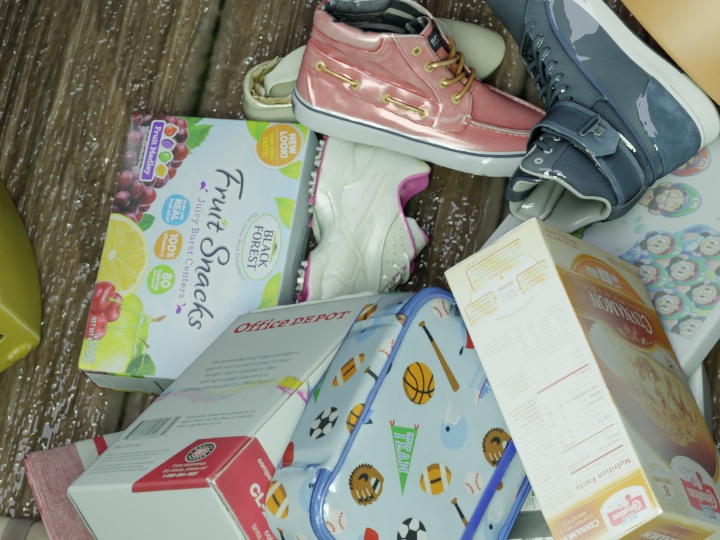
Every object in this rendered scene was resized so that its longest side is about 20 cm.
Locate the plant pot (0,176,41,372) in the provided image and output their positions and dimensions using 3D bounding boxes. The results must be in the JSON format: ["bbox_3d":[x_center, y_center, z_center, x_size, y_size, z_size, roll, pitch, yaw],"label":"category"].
[{"bbox_3d":[-0.334,-0.006,1.745,0.195,0.194,0.201,-35,71,-2],"label":"plant pot"}]

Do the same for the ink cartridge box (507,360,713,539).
[{"bbox_3d":[0.134,0.136,1.625,0.198,0.084,0.146,-5,67,12],"label":"ink cartridge box"}]

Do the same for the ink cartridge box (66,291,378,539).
[{"bbox_3d":[-0.068,0.109,1.579,0.145,0.083,0.200,-9,27,45],"label":"ink cartridge box"}]

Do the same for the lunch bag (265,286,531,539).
[{"bbox_3d":[0.040,0.117,1.520,0.075,0.160,0.201,-8,46,54],"label":"lunch bag"}]

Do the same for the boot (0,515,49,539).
[{"bbox_3d":[-0.200,0.200,1.697,0.145,0.070,0.201,16,62,31],"label":"boot"}]

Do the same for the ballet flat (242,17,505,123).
[{"bbox_3d":[0.006,-0.149,1.776,0.198,0.070,0.070,-17,66,7],"label":"ballet flat"}]

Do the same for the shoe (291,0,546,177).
[{"bbox_3d":[0.054,-0.131,1.715,0.198,0.092,0.072,12,36,-3],"label":"shoe"}]

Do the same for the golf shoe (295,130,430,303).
[{"bbox_3d":[0.000,0.000,1.720,0.091,0.075,0.202,8,78,0],"label":"golf shoe"}]

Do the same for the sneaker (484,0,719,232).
[{"bbox_3d":[0.126,-0.117,1.669,0.202,0.077,0.146,41,68,20],"label":"sneaker"}]

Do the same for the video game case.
[{"bbox_3d":[0.191,-0.024,1.658,0.181,0.024,0.200,21,56,32],"label":"video game case"}]

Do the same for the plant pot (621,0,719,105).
[{"bbox_3d":[0.263,-0.202,1.678,0.140,0.200,0.201,-43,65,12],"label":"plant pot"}]

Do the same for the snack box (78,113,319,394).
[{"bbox_3d":[-0.113,-0.010,1.760,0.141,0.053,0.202,4,70,14],"label":"snack box"}]

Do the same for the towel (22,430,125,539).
[{"bbox_3d":[-0.114,0.159,1.645,0.198,0.023,0.145,-11,50,-19],"label":"towel"}]

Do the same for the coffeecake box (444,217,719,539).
[{"bbox_3d":[0.148,0.084,1.493,0.073,0.153,0.201,-31,65,21],"label":"coffeecake box"}]
